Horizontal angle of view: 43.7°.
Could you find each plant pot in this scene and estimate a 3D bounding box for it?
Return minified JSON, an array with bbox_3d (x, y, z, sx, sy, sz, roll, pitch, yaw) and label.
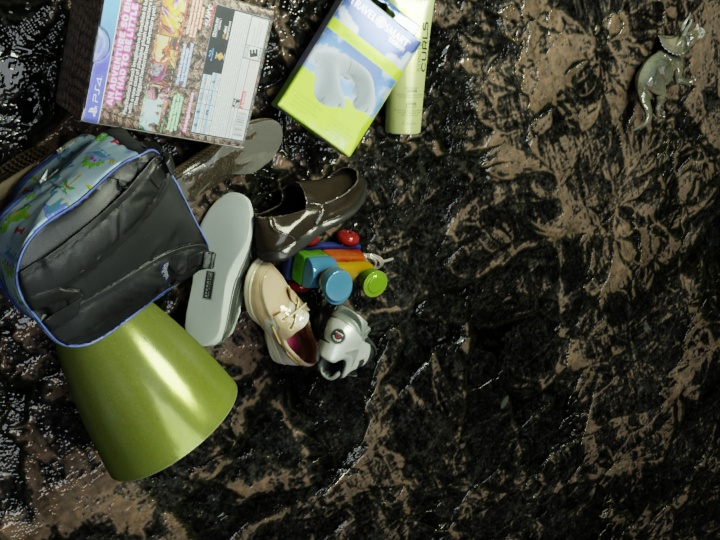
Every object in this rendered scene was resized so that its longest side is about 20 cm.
[{"bbox_3d":[-0.277,0.112,1.081,0.186,0.187,0.202,-36,111,-17],"label":"plant pot"}]

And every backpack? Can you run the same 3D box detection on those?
[{"bbox_3d":[-0.286,-0.031,0.951,0.200,0.146,0.184,-43,137,-24],"label":"backpack"}]

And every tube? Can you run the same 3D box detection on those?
[{"bbox_3d":[0.062,-0.288,1.221,0.058,0.051,0.203,-27,125,-59],"label":"tube"}]

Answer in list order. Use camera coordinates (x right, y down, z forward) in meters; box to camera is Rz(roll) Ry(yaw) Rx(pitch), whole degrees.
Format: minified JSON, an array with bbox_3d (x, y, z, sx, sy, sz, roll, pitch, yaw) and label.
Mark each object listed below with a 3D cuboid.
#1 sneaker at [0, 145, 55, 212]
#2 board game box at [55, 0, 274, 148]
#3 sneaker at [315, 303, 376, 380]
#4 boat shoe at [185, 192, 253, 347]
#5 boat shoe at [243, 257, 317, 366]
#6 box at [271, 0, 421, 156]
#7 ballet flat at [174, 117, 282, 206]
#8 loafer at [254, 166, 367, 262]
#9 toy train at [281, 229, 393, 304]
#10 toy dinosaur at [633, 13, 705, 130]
[{"bbox_3d":[-0.402,-0.054,0.968,0.199,0.070,0.076,-34,128,-19],"label":"sneaker"},{"bbox_3d":[-0.217,-0.239,1.003,0.198,0.097,0.162,5,107,-38],"label":"board game box"},{"bbox_3d":[-0.029,0.116,1.275,0.089,0.073,0.200,-57,164,-13],"label":"sneaker"},{"bbox_3d":[-0.178,-0.001,1.168,0.064,0.070,0.203,5,101,-71],"label":"boat shoe"},{"bbox_3d":[-0.099,0.060,1.216,0.074,0.068,0.201,-61,151,-30],"label":"boat shoe"},{"bbox_3d":[-0.011,-0.264,1.157,0.121,0.048,0.201,32,91,-22],"label":"box"},{"bbox_3d":[-0.182,-0.132,1.118,0.199,0.046,0.068,-38,131,-22],"label":"ballet flat"},{"bbox_3d":[-0.064,-0.088,1.180,0.200,0.072,0.072,-43,127,-37],"label":"loafer"},{"bbox_3d":[0.000,0.000,1.259,0.198,0.115,0.086,-2,112,-35],"label":"toy train"},{"bbox_3d":[0.503,-0.327,1.524,0.200,0.077,0.102,-48,118,-2],"label":"toy dinosaur"}]
